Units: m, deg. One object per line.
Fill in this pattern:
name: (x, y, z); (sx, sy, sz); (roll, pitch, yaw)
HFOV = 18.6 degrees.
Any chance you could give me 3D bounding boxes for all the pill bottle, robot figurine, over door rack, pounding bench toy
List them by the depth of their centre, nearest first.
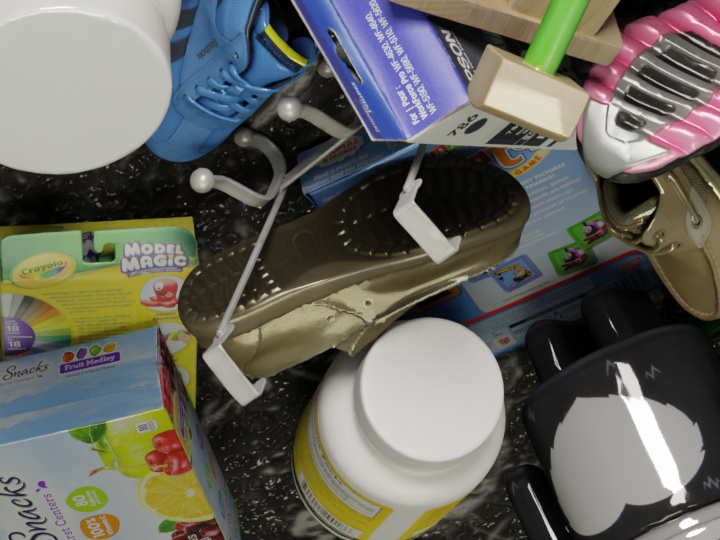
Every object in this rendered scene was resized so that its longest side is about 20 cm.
pill bottle: (-0.138, -0.146, 0.971); (0.113, 0.201, 0.114); (-6, 139, -5)
pounding bench toy: (0.097, -0.177, 0.988); (0.124, 0.201, 0.156); (14, 135, -25)
over door rack: (-0.019, -0.050, 1.115); (0.147, 0.201, 0.067); (-37, 119, 28)
robot figurine: (0.168, 0.110, 1.274); (0.124, 0.201, 0.150); (-16, 162, -23)
pill bottle: (0.024, 0.093, 1.296); (0.110, 0.112, 0.200); (-2, 164, -10)

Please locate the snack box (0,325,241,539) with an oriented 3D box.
snack box: (-0.173, 0.132, 1.317); (0.167, 0.068, 0.201); (-12, 139, 3)

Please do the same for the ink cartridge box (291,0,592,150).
ink cartridge box: (0.048, -0.109, 1.070); (0.039, 0.100, 0.200); (-38, 163, 29)

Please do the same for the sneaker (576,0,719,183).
sneaker: (0.176, -0.104, 1.128); (0.200, 0.079, 0.096); (-45, 166, -26)

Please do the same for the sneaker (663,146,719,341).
sneaker: (0.224, -0.029, 1.293); (0.078, 0.085, 0.200); (-38, 166, -32)

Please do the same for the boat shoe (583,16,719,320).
boat shoe: (0.159, -0.042, 1.216); (0.072, 0.065, 0.201); (12, 139, 45)

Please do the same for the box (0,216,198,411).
box: (-0.154, 0.035, 1.294); (0.116, 0.049, 0.201); (-3, 141, -9)

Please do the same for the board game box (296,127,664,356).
board game box: (0.075, -0.029, 1.277); (0.151, 0.037, 0.200); (-23, 139, 14)

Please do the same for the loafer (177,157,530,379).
loafer: (0.000, 0.000, 1.202); (0.199, 0.076, 0.068); (-18, 135, 5)

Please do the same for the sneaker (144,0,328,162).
sneaker: (-0.063, -0.113, 1.122); (0.066, 0.079, 0.200); (13, 136, -27)
